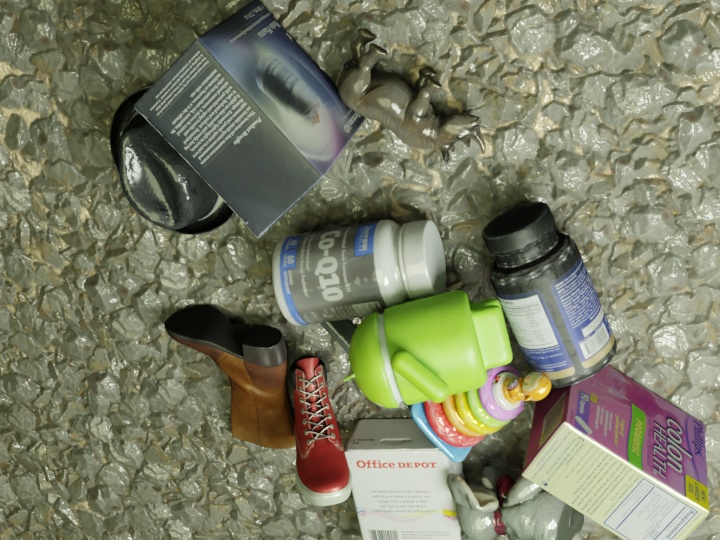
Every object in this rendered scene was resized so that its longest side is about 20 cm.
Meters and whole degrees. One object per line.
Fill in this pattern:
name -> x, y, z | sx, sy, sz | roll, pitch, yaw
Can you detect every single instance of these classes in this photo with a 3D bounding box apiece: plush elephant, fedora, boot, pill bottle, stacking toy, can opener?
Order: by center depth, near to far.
pill bottle -> 0.221, 0.027, 1.266 | 0.110, 0.112, 0.202 | -18, 109, 23
stacking toy -> 0.161, 0.154, 1.303 | 0.110, 0.116, 0.199 | 48, 148, -12
pill bottle -> 0.000, 0.000, 1.317 | 0.197, 0.114, 0.115 | -9, 113, 20
fedora -> -0.244, -0.126, 1.339 | 0.197, 0.092, 0.204 | 6, 117, 13
plush elephant -> 0.195, 0.310, 1.389 | 0.153, 0.200, 0.167 | 12, 127, 27
boot -> -0.058, 0.199, 1.390 | 0.071, 0.200, 0.146 | -8, 115, -9
can opener -> 0.026, 0.115, 1.411 | 0.200, 0.053, 0.067 | 43, 85, -9
boot -> -0.178, 0.152, 1.490 | 0.185, 0.069, 0.202 | 8, 129, 13

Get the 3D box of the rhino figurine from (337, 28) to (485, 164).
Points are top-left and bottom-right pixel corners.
rhino figurine -> 0.061, -0.190, 1.238 | 0.198, 0.060, 0.088 | 32, 117, -2

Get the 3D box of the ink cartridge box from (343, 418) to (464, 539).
ink cartridge box -> 0.070, 0.308, 1.464 | 0.142, 0.084, 0.203 | -4, 114, 18

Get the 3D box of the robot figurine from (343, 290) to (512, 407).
robot figurine -> 0.075, 0.093, 1.252 | 0.197, 0.176, 0.118 | -14, 99, 7

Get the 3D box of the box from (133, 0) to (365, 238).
box -> -0.116, -0.179, 1.215 | 0.123, 0.201, 0.199 | -37, 102, 28

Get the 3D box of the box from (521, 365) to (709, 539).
box -> 0.312, 0.217, 1.295 | 0.198, 0.176, 0.097 | 32, 121, -1
